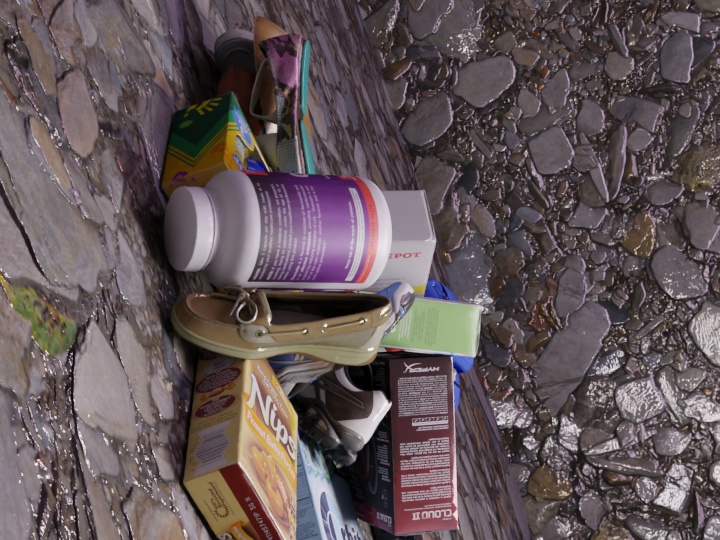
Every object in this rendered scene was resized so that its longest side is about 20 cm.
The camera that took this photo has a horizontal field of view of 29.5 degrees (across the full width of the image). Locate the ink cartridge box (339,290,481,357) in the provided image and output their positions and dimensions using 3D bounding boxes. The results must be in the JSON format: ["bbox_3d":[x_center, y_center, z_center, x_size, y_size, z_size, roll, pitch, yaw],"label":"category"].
[{"bbox_3d":[0.021,0.054,1.514,0.104,0.199,0.059,-174,-89,-71],"label":"ink cartridge box"}]

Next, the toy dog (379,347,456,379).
[{"bbox_3d":[0.001,0.129,1.592,0.132,0.200,0.097,47,-58,62],"label":"toy dog"}]

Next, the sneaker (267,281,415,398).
[{"bbox_3d":[-0.039,0.062,1.338,0.077,0.200,0.076,59,7,1],"label":"sneaker"}]

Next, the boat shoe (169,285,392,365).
[{"bbox_3d":[-0.070,0.040,1.233,0.073,0.200,0.063,-109,-146,-54],"label":"boat shoe"}]

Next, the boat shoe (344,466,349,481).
[{"bbox_3d":[0.002,0.222,1.614,0.201,0.072,0.061,-60,134,-74],"label":"boat shoe"}]

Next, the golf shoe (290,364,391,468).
[{"bbox_3d":[-0.033,0.118,1.418,0.078,0.094,0.200,48,-1,-41],"label":"golf shoe"}]

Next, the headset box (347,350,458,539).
[{"bbox_3d":[0.041,0.188,1.445,0.149,0.075,0.201,174,-86,-71],"label":"headset box"}]

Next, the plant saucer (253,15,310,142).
[{"bbox_3d":[-0.090,-0.207,1.638,0.200,0.035,0.201,-9,90,-85],"label":"plant saucer"}]

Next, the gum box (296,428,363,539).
[{"bbox_3d":[-0.036,0.273,1.381,0.170,0.044,0.200,49,25,-67],"label":"gum box"}]

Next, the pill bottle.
[{"bbox_3d":[-0.078,-0.037,1.287,0.112,0.200,0.113,-4,-94,59],"label":"pill bottle"}]

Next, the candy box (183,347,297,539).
[{"bbox_3d":[-0.102,0.155,1.206,0.200,0.055,0.116,-92,160,-59],"label":"candy box"}]

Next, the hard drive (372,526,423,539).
[{"bbox_3d":[0.038,0.284,1.782,0.135,0.042,0.200,58,16,-52],"label":"hard drive"}]

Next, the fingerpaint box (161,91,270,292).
[{"bbox_3d":[-0.126,-0.059,1.425,0.167,0.073,0.200,-93,162,-59],"label":"fingerpaint box"}]

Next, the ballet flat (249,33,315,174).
[{"bbox_3d":[-0.086,-0.165,1.509,0.069,0.071,0.201,70,15,-75],"label":"ballet flat"}]

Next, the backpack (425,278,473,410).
[{"bbox_3d":[0.073,0.121,1.939,0.162,0.167,0.201,35,40,-63],"label":"backpack"}]

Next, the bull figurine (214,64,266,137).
[{"bbox_3d":[-0.140,-0.164,1.580,0.200,0.065,0.122,-83,159,-57],"label":"bull figurine"}]

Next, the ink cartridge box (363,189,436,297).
[{"bbox_3d":[0.000,0.000,1.599,0.200,0.145,0.084,101,-16,-50],"label":"ink cartridge box"}]

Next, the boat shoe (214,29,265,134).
[{"bbox_3d":[-0.127,-0.218,1.739,0.201,0.070,0.072,64,8,-49],"label":"boat shoe"}]
